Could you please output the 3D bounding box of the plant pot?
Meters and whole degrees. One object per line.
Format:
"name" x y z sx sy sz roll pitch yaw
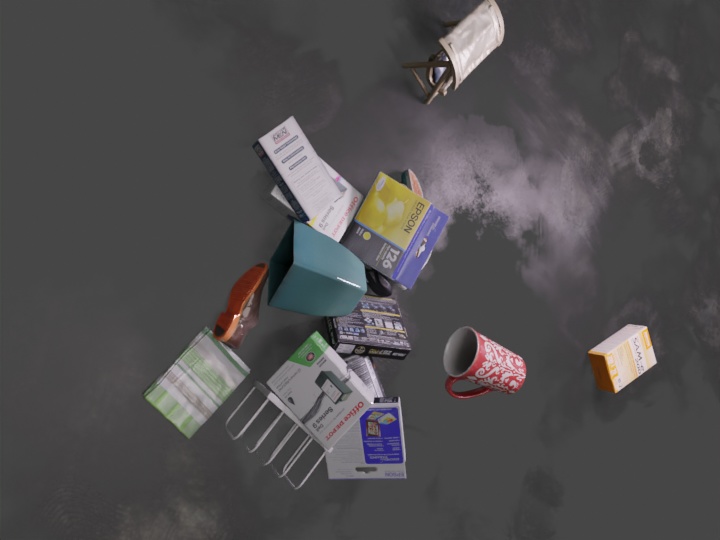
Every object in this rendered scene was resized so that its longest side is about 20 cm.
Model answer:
"plant pot" -0.091 0.013 1.367 0.196 0.142 0.144 20 38 -22

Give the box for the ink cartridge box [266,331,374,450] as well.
"ink cartridge box" -0.083 0.259 1.324 0.146 0.084 0.200 -45 88 2

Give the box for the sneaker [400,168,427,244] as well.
"sneaker" 0.117 -0.155 1.537 0.071 0.078 0.206 22 56 -56

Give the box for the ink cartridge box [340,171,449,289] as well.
"ink cartridge box" 0.080 -0.091 1.421 0.197 0.047 0.201 29 91 3

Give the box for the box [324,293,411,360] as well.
"box" 0.012 0.127 1.448 0.195 0.050 0.164 9 45 -26

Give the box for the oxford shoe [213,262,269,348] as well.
"oxford shoe" -0.256 0.078 1.370 0.073 0.070 0.203 43 68 -42

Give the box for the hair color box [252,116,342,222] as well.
"hair color box" -0.137 -0.218 1.328 0.099 0.060 0.202 -38 103 -20

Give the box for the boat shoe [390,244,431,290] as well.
"boat shoe" 0.143 -0.042 1.560 0.201 0.073 0.067 -50 134 -13

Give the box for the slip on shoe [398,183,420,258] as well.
"slip on shoe" 0.096 -0.106 1.479 0.074 0.060 0.206 -12 95 -17

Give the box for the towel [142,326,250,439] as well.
"towel" -0.355 0.247 1.336 0.150 0.031 0.201 48 72 -17

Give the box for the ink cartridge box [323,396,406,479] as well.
"ink cartridge box" 0.006 0.391 1.416 0.192 0.044 0.206 -3 109 9

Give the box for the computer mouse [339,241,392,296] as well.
"computer mouse" 0.000 0.000 1.481 0.199 0.058 0.034 41 73 -10

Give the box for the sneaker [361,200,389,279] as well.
"sneaker" 0.039 -0.076 1.485 0.072 0.081 0.206 -14 93 3

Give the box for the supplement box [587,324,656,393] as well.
"supplement box" 0.802 0.267 1.863 0.197 0.073 0.129 -26 102 -23

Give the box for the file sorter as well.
"file sorter" -0.187 0.368 1.358 0.200 0.138 0.125 45 75 -18

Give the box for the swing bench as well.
"swing bench" 0.242 -0.548 1.523 0.199 0.199 0.131 -45 107 -18

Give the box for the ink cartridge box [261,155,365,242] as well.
"ink cartridge box" -0.108 -0.170 1.420 0.199 0.087 0.147 39 74 -21

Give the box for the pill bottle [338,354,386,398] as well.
"pill bottle" 0.001 0.288 1.464 0.104 0.106 0.205 -23 101 -23

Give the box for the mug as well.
"mug" 0.322 0.257 1.627 0.197 0.177 0.136 24 44 -27
